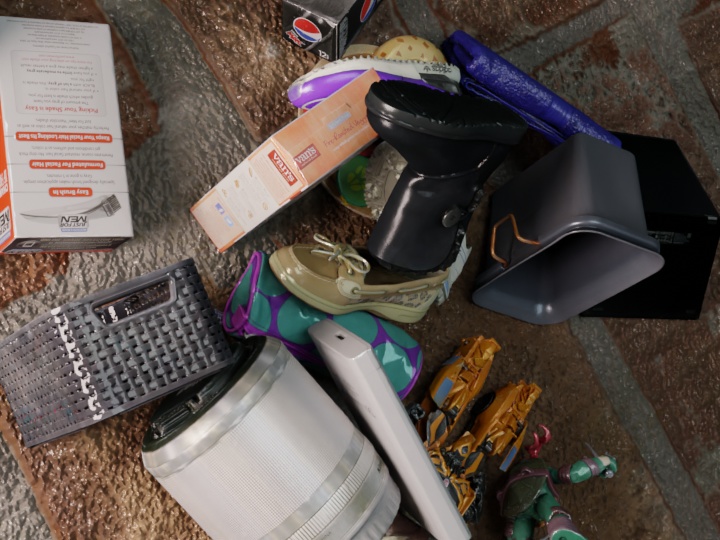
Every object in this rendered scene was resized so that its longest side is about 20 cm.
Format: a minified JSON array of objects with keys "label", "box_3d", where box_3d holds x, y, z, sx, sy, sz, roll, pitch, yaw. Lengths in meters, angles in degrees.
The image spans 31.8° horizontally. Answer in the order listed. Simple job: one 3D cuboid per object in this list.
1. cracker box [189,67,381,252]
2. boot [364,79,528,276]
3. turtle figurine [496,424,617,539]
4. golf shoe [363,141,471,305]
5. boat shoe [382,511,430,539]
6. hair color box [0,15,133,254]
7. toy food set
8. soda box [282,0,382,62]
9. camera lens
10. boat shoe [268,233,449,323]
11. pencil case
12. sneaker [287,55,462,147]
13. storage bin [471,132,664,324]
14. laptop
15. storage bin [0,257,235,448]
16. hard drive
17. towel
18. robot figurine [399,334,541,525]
[{"label":"cracker box","box_3d":[-0.061,-0.098,1.170,0.134,0.200,0.058,-39,94,-32]},{"label":"boot","box_3d":[0.051,-0.074,1.121,0.076,0.169,0.200,41,25,32]},{"label":"turtle figurine","box_3d":[0.186,0.244,1.287,0.100,0.150,0.200,29,22,-3]},{"label":"golf shoe","box_3d":[0.064,-0.065,1.276,0.097,0.078,0.201,-45,140,-30]},{"label":"boat shoe","box_3d":[-0.003,0.312,1.151,0.072,0.072,0.201,30,80,2]},{"label":"hair color box","box_3d":[-0.275,-0.119,1.131,0.110,0.064,0.201,-2,77,-32]},{"label":"toy food set","box_3d":[0.026,-0.146,1.327,0.199,0.049,0.199,-12,84,-33]},{"label":"soda box","box_3d":[-0.005,-0.314,1.328,0.070,0.063,0.200,27,60,12]},{"label":"camera lens","box_3d":[-0.081,0.171,1.116,0.200,0.160,0.160,49,59,-11]},{"label":"boat shoe","box_3d":[0.000,0.000,1.194,0.199,0.063,0.073,10,40,-46]},{"label":"pencil case","box_3d":[-0.037,0.064,1.215,0.199,0.085,0.093,29,50,-22]},{"label":"sneaker","box_3d":[0.025,-0.154,1.258,0.199,0.069,0.100,-4,83,-31]},{"label":"storage bin","box_3d":[0.206,-0.049,1.335,0.145,0.200,0.135,17,58,-26]},{"label":"laptop","box_3d":[0.322,-0.055,1.505,0.186,0.116,0.201,3,105,-30]},{"label":"storage bin","box_3d":[-0.208,0.071,1.040,0.135,0.200,0.094,-23,89,-33]},{"label":"hard drive","box_3d":[0.024,0.144,1.132,0.027,0.132,0.201,-31,107,-12]},{"label":"towel","box_3d":[0.181,-0.185,1.385,0.199,0.148,0.050,31,102,-17]},{"label":"robot figurine","box_3d":[0.099,0.170,1.283,0.145,0.058,0.200,45,59,-16]}]
